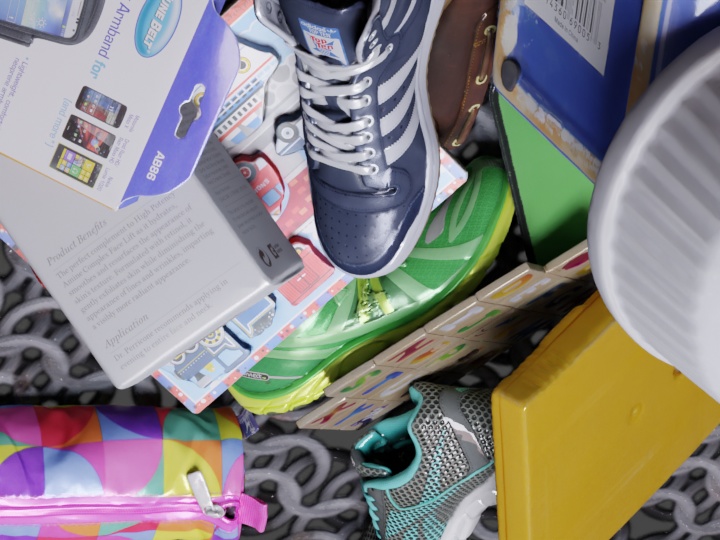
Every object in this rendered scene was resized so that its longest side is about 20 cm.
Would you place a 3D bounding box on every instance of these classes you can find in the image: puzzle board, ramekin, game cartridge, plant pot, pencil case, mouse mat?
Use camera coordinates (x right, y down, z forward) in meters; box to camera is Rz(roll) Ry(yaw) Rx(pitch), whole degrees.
[{"bbox_3d":[-0.067,-0.034,1.394,0.200,0.017,0.151,-41,110,16],"label":"puzzle board"},{"bbox_3d":[0.209,-0.017,1.206,0.202,0.094,0.203,-12,126,-16],"label":"ramekin"},{"bbox_3d":[0.145,0.075,1.549,0.200,0.032,0.177,-40,143,-32],"label":"game cartridge"},{"bbox_3d":[0.176,-0.133,1.295,0.179,0.200,0.200,-10,125,-24],"label":"plant pot"},{"bbox_3d":[-0.157,0.117,1.546,0.199,0.088,0.089,0,131,-15],"label":"pencil case"},{"bbox_3d":[0.166,-0.089,1.467,0.200,0.008,0.161,-28,137,-11],"label":"mouse mat"}]

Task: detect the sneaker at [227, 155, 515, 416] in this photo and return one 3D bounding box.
[{"bbox_3d":[0.000,0.000,1.483,0.200,0.074,0.084,-37,112,6],"label":"sneaker"}]

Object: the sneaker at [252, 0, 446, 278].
[{"bbox_3d":[-0.007,-0.086,1.296,0.070,0.108,0.201,13,107,21],"label":"sneaker"}]

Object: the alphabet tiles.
[{"bbox_3d":[0.062,0.037,1.523,0.200,0.006,0.166,-33,166,14],"label":"alphabet tiles"}]

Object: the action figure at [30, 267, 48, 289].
[{"bbox_3d":[-0.101,-0.073,1.414,0.065,0.052,0.200,22,118,-37],"label":"action figure"}]

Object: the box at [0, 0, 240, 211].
[{"bbox_3d":[-0.153,-0.115,1.276,0.200,0.041,0.119,27,104,4],"label":"box"}]

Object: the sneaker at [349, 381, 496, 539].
[{"bbox_3d":[0.030,0.122,1.601,0.091,0.078,0.200,16,137,-19],"label":"sneaker"}]

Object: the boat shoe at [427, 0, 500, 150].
[{"bbox_3d":[0.048,-0.138,1.385,0.070,0.071,0.200,0,139,-23],"label":"boat shoe"}]

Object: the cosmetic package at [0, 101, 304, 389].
[{"bbox_3d":[-0.128,-0.052,1.337,0.102,0.074,0.200,-34,90,16],"label":"cosmetic package"}]
